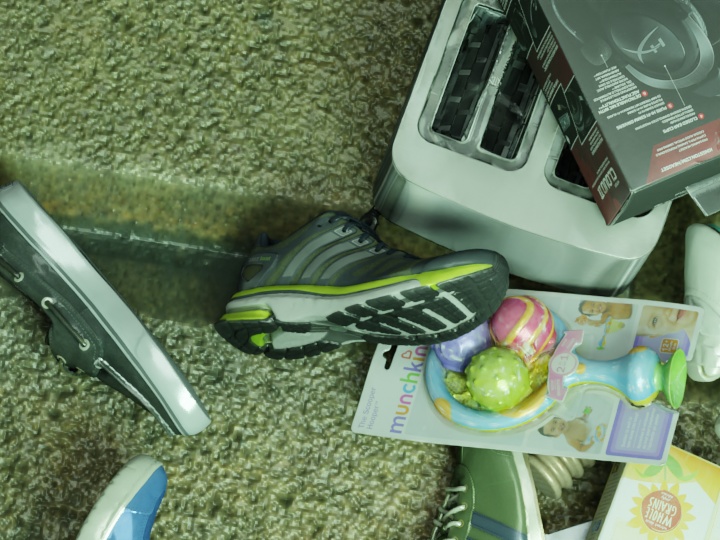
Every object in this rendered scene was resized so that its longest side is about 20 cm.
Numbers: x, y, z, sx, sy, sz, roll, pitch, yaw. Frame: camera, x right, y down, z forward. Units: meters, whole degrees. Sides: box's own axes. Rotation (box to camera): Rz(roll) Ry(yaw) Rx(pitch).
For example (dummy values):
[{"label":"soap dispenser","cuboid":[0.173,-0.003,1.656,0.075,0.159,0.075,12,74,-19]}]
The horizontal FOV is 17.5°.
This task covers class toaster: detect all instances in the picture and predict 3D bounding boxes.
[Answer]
[{"label":"toaster","cuboid":[0.111,-0.087,1.461,0.181,0.119,0.200,21,77,1]}]

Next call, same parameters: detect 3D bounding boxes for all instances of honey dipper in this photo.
[{"label":"honey dipper","cuboid":[0.182,0.067,1.478,0.200,0.038,0.038,-40,83,-16]}]

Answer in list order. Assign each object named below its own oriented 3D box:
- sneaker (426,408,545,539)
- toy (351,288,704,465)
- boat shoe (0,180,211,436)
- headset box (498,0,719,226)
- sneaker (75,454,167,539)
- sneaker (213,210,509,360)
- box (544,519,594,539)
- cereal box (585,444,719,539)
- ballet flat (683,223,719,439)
[{"label":"sneaker","cuboid":[0.065,0.180,1.424,0.090,0.067,0.200,-9,82,-11]},{"label":"toy","cuboid":[0.098,0.051,1.415,0.200,0.047,0.115,7,56,20]},{"label":"boat shoe","cuboid":[-0.171,0.033,1.446,0.057,0.069,0.200,-41,78,-3]},{"label":"headset box","cuboid":[0.183,-0.131,1.376,0.149,0.077,0.200,-23,79,-10]},{"label":"sneaker","cuboid":[-0.130,0.218,1.396,0.111,0.077,0.200,22,81,7]},{"label":"sneaker","cuboid":[0.000,0.000,1.422,0.200,0.074,0.081,-6,64,31]},{"label":"box","cuboid":[0.202,0.240,1.436,0.136,0.038,0.200,-16,79,-9]},{"label":"cereal box","cuboid":[0.191,0.216,1.396,0.144,0.040,0.200,25,76,-5]},{"label":"ballet flat","cuboid":[0.239,0.068,1.445,0.069,0.069,0.200,-31,98,-10]}]
